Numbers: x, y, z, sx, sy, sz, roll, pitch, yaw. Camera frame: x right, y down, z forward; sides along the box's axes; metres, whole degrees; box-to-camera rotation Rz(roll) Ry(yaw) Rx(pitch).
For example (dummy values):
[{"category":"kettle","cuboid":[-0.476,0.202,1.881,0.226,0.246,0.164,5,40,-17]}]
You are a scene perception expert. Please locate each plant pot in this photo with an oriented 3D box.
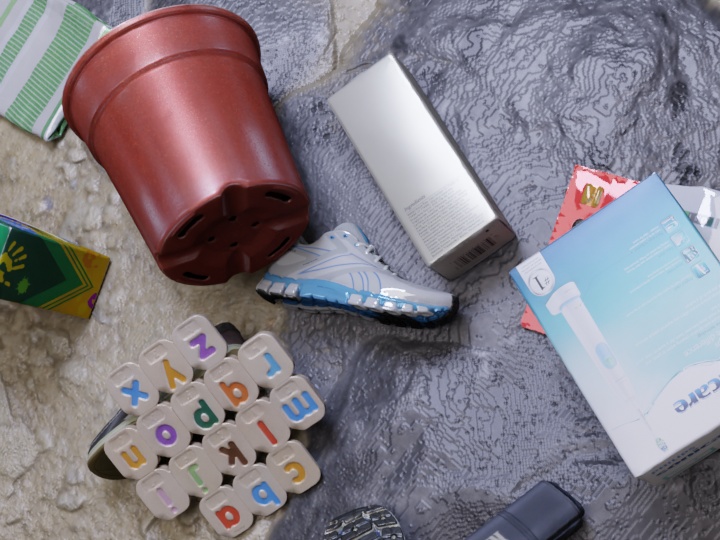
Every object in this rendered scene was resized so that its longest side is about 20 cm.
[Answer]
[{"category":"plant pot","cuboid":[-0.149,-0.105,1.248,0.201,0.201,0.195,-34,61,12]}]

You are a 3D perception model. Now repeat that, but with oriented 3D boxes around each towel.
[{"category":"towel","cuboid":[-0.369,-0.242,1.480,0.200,0.023,0.153,32,92,25]}]

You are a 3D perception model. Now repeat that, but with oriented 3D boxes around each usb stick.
[{"category":"usb stick","cuboid":[0.100,0.244,1.117,0.200,0.033,0.055,-32,54,-22]}]

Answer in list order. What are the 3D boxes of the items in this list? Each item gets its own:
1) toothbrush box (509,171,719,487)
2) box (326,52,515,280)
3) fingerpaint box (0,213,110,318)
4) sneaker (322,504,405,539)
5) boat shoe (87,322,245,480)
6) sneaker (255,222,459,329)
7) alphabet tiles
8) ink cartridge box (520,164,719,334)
[{"category":"toothbrush box","cuboid":[0.237,0.049,1.079,0.146,0.085,0.200,-36,64,12]},{"category":"box","cuboid":[0.055,-0.095,1.245,0.082,0.068,0.200,-34,67,12]},{"category":"fingerpaint box","cuboid":[-0.383,-0.025,1.357,0.200,0.167,0.073,19,88,26]},{"category":"sneaker","cuboid":[0.020,0.294,1.165,0.078,0.089,0.200,-18,49,-3]},{"category":"boat shoe","cuboid":[-0.183,0.126,1.300,0.201,0.072,0.066,-38,43,15]},{"category":"sneaker","cuboid":[0.000,0.000,1.247,0.200,0.075,0.087,11,77,24]},{"category":"alphabet tiles","cuboid":[-0.135,0.145,1.251,0.200,0.015,0.196,-35,99,12]},{"category":"ink cartridge box","cuboid":[0.248,0.001,1.156,0.200,0.050,0.161,18,86,23]}]
